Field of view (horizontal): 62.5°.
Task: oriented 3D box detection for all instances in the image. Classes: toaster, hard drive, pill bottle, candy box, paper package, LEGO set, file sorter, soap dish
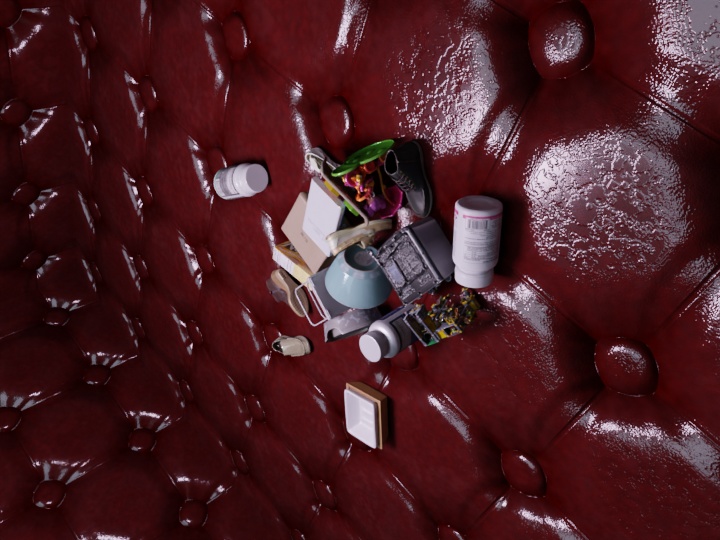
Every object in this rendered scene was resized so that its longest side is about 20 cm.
[{"bbox_3d":[0.145,-0.030,1.594,0.201,0.118,0.181,58,139,8],"label":"toaster"},{"bbox_3d":[-0.107,-0.152,1.699,0.132,0.025,0.201,47,144,23],"label":"hard drive"},{"bbox_3d":[0.092,0.181,1.698,0.110,0.199,0.112,24,126,37],"label":"pill bottle"},{"bbox_3d":[-0.182,-0.026,1.952,0.199,0.115,0.056,36,132,29],"label":"candy box"},{"bbox_3d":[-0.133,-0.126,1.859,0.201,0.103,0.191,53,139,14],"label":"paper package"},{"bbox_3d":[0.208,0.104,1.570,0.116,0.154,0.199,49,149,-10],"label":"LEGO set"},{"bbox_3d":[-0.078,0.063,1.827,0.124,0.199,0.140,-31,86,54],"label":"file sorter"},{"bbox_3d":[0.280,-0.068,1.433,0.113,0.113,0.203,22,125,38],"label":"pill bottle"},{"bbox_3d":[-0.413,-0.310,2.057,0.198,0.112,0.115,1,111,46],"label":"pill bottle"},{"bbox_3d":[0.024,0.488,2.024,0.156,0.081,0.203,20,123,40],"label":"soap dish"}]

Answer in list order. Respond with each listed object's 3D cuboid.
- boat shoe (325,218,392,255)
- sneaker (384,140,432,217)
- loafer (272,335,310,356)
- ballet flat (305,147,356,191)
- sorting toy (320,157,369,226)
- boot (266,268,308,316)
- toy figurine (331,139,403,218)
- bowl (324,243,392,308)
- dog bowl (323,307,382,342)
[{"bbox_3d":[0.002,-0.093,1.663,0.074,0.197,0.067,139,113,-78],"label":"boat shoe"},{"bbox_3d":[0.118,-0.224,1.531,0.074,0.106,0.203,0,110,46],"label":"sneaker"},{"bbox_3d":[-0.262,0.290,2.239,0.199,0.068,0.077,-5,107,48],"label":"loafer"},{"bbox_3d":[-0.092,-0.292,1.756,0.200,0.069,0.070,44,136,23],"label":"ballet flat"},{"bbox_3d":[-0.047,-0.216,1.635,0.036,0.185,0.200,-38,104,11],"label":"sorting toy"},{"bbox_3d":[-0.267,0.092,2.162,0.202,0.072,0.166,59,152,4],"label":"boot"},{"bbox_3d":[0.038,-0.220,1.580,0.149,0.199,0.186,7,128,53],"label":"toy figurine"},{"bbox_3d":[0.000,0.000,1.694,0.200,0.200,0.106,38,142,27],"label":"bowl"},{"bbox_3d":[-0.024,0.164,1.827,0.199,0.198,0.059,-31,74,50],"label":"dog bowl"}]
